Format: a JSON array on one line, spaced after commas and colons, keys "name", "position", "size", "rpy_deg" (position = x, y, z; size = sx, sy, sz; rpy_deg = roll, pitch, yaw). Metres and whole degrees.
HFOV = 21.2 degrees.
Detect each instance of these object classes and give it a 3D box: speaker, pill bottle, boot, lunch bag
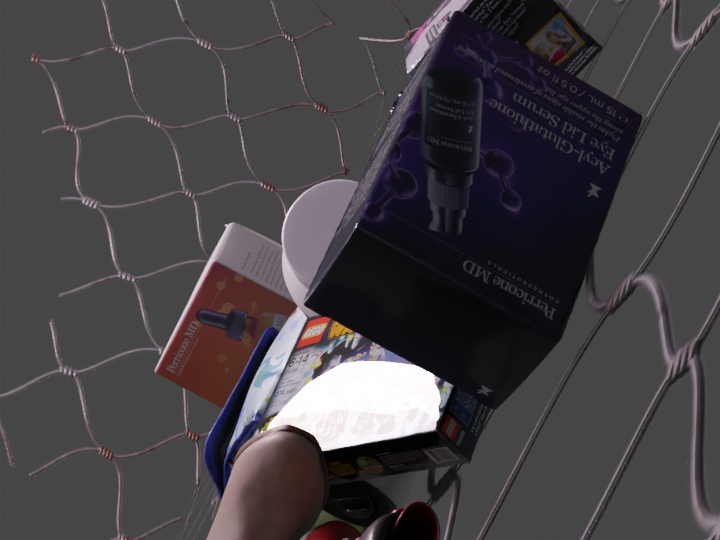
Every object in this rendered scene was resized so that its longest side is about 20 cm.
[{"name": "speaker", "position": [0.026, 0.089, 1.428], "size": [0.201, 0.081, 0.081], "rpy_deg": [-65, 6, -30]}, {"name": "pill bottle", "position": [0.000, 0.000, 1.580], "size": [0.120, 0.119, 0.200], "rpy_deg": [-63, -18, -11]}, {"name": "boot", "position": [-0.085, 0.210, 1.309], "size": [0.201, 0.070, 0.147], "rpy_deg": [108, -174, -53]}, {"name": "lunch bag", "position": [-0.058, 0.132, 1.787], "size": [0.171, 0.127, 0.200], "rpy_deg": [-63, 4, -33]}, {"name": "boot", "position": [0.007, 0.185, 1.219], "size": [0.145, 0.072, 0.200], "rpy_deg": [-52, 7, 19]}]

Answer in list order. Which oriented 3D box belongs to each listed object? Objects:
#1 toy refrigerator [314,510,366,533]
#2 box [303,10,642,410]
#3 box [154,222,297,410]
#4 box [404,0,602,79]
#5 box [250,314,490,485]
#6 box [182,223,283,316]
[{"name": "toy refrigerator", "position": [-0.052, 0.240, 1.434], "size": [0.201, 0.076, 0.070], "rpy_deg": [-63, 5, -16]}, {"name": "box", "position": [0.074, -0.039, 1.229], "size": [0.104, 0.147, 0.201], "rpy_deg": [-54, 10, 54]}, {"name": "box", "position": [-0.090, 0.074, 2.017], "size": [0.153, 0.199, 0.106], "rpy_deg": [-61, 5, 24]}, {"name": "box", "position": [0.117, -0.193, 1.663], "size": [0.132, 0.115, 0.200], "rpy_deg": [-47, 7, 10]}, {"name": "box", "position": [0.015, 0.079, 1.328], "size": [0.199, 0.040, 0.137], "rpy_deg": [-16, 39, 44]}, {"name": "box", "position": [-0.098, 0.046, 2.278], "size": [0.131, 0.199, 0.199], "rpy_deg": [-64, 5, -4]}]
